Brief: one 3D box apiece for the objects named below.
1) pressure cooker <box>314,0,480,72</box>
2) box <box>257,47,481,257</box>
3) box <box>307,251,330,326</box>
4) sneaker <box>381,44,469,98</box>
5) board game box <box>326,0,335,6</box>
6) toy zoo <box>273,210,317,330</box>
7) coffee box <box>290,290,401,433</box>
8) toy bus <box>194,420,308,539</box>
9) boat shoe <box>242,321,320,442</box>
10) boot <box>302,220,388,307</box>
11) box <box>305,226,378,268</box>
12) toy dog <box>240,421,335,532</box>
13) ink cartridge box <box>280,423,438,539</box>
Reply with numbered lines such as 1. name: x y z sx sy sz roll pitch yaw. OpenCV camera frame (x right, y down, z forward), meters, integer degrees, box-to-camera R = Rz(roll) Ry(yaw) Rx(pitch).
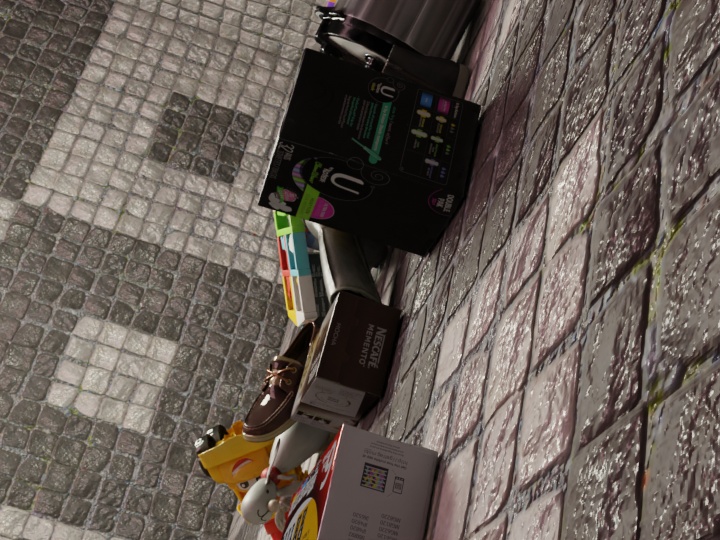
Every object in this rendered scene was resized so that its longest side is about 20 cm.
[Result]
1. pressure cooker: 0.045 -0.325 1.352 0.179 0.176 0.200 29 -92 -53
2. box: 0.008 -0.123 1.103 0.149 0.200 0.125 120 165 -62
3. box: -0.059 0.080 1.545 0.160 0.043 0.201 140 125 -79
4. sneaker: 0.056 -0.172 1.260 0.075 0.106 0.200 141 146 -79
5. board game box: 0.028 -0.736 2.685 0.200 0.199 0.200 -109 37 -79
6. toy zoo: -0.093 0.000 1.474 0.131 0.020 0.201 -179 81 -76
7. coffee box: -0.021 0.118 1.247 0.200 0.080 0.113 120 167 -66
8. toy bus: -0.142 0.305 1.490 0.200 0.135 0.192 16 -126 -87
9. boat shoe: -0.101 0.143 1.357 0.200 0.072 0.072 -49 -51 -41
10. boot: -0.001 0.002 1.369 0.073 0.182 0.200 -48 42 16
11. box: -0.006 -0.112 1.500 0.038 0.136 0.200 -85 14 -60
12. toy dog: -0.078 0.247 1.361 0.096 0.132 0.200 -11 58 38
13. ink cartridge box: -0.018 0.247 0.834 0.200 0.084 0.176 118 168 -58
